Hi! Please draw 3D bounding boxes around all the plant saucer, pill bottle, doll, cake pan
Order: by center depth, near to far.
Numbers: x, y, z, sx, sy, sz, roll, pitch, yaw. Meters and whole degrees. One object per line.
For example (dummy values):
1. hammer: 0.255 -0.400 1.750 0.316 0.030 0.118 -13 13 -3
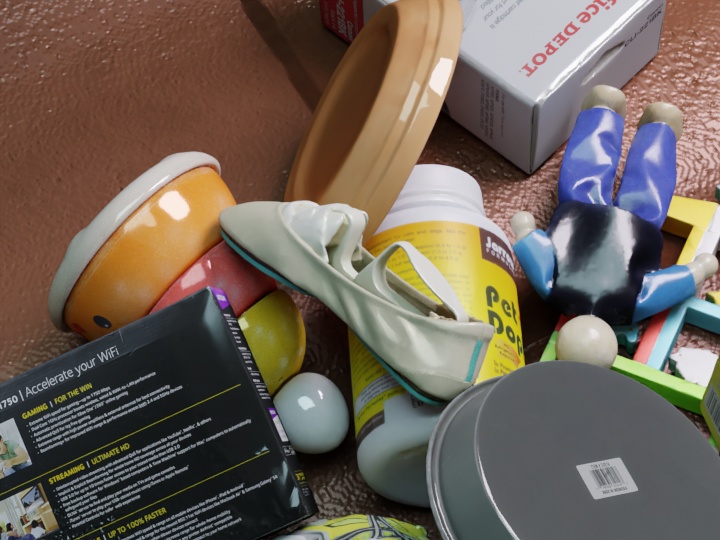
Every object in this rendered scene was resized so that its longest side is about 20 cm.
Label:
1. cake pan: 0.133 0.130 1.456 0.199 0.037 0.201 17 45 -17
2. pill bottle: 0.046 0.038 1.610 0.108 0.110 0.201 -4 58 -1
3. plant saucer: 0.002 -0.091 1.643 0.037 0.200 0.201 25 58 -13
4. doll: 0.163 -0.021 1.655 0.135 0.049 0.201 17 59 0

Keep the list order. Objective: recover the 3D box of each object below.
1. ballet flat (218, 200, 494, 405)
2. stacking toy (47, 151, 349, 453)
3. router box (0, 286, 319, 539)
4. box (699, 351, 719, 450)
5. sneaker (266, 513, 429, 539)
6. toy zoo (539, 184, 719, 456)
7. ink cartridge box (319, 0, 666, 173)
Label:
1. ballet flat: 0.000 0.000 1.536 0.200 0.070 0.069 38 66 24
2. stacking toy: -0.083 0.038 1.611 0.200 0.146 0.146 43 67 12
3. router box: -0.144 0.118 1.540 0.199 0.051 0.150 -24 84 4
4. box: 0.314 0.061 1.598 0.199 0.075 0.050 -15 58 -15
5. sneaker: 0.020 0.172 1.484 0.076 0.076 0.199 -28 24 -31
6. toy zoo: 0.203 0.024 1.667 0.130 0.021 0.201 20 60 13
7. ink cartridge box: 0.090 -0.183 1.764 0.200 0.084 0.144 37 66 24
